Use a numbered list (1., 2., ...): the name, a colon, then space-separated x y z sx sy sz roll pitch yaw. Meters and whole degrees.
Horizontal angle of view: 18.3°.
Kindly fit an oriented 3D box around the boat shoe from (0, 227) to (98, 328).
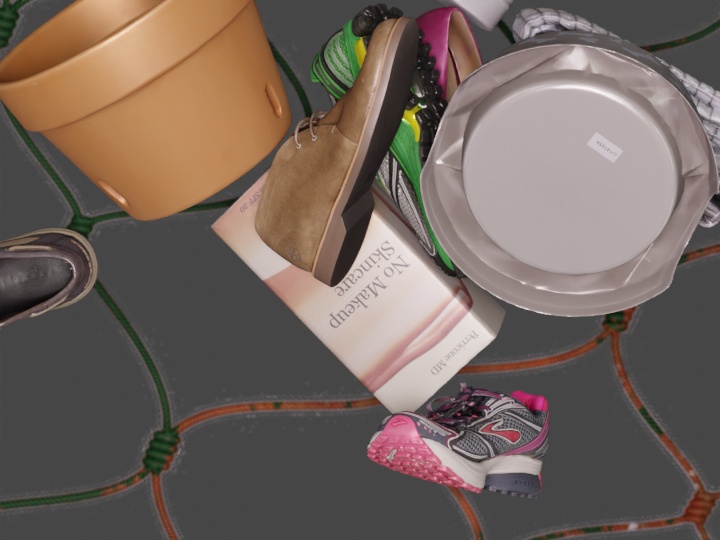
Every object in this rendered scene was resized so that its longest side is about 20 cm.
1. boat shoe: -0.291 0.016 1.629 0.200 0.073 0.075 -21 93 0

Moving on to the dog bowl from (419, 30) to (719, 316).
1. dog bowl: 0.142 -0.069 1.493 0.200 0.059 0.200 5 119 9

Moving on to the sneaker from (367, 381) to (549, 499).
1. sneaker: 0.071 0.116 1.595 0.081 0.200 0.075 13 90 29

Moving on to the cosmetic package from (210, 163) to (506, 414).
1. cosmetic package: 0.000 0.000 1.619 0.200 0.087 0.103 44 104 -3

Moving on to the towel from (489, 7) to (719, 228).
1. towel: 0.187 -0.111 1.590 0.200 0.166 0.086 29 95 -2

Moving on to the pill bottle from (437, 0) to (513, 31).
1. pill bottle: 0.119 -0.276 1.608 0.109 0.109 0.200 34 92 -3

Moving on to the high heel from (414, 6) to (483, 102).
1. high heel: 0.086 -0.092 1.616 0.067 0.096 0.200 -36 92 -35

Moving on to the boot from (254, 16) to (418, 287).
1. boot: -0.018 -0.089 1.516 0.075 0.074 0.200 28 116 14

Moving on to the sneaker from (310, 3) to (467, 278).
1. sneaker: 0.034 -0.086 1.587 0.085 0.078 0.200 -29 84 45

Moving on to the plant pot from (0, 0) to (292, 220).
1. plant pot: -0.140 -0.130 1.579 0.200 0.200 0.140 -33 110 0
